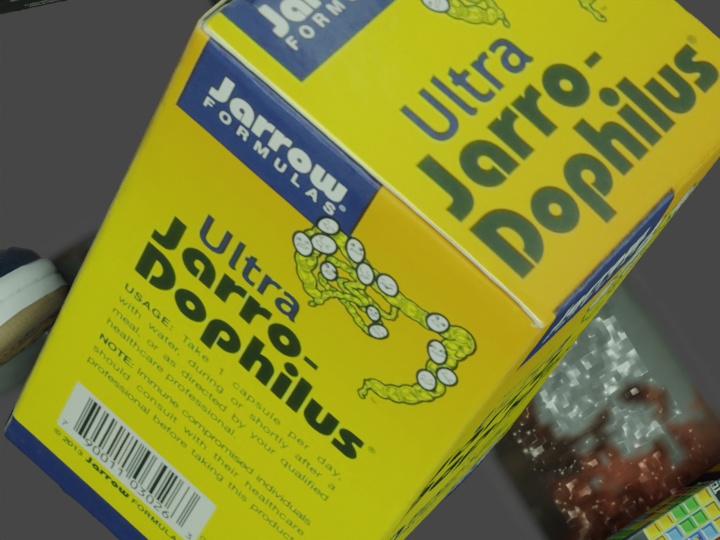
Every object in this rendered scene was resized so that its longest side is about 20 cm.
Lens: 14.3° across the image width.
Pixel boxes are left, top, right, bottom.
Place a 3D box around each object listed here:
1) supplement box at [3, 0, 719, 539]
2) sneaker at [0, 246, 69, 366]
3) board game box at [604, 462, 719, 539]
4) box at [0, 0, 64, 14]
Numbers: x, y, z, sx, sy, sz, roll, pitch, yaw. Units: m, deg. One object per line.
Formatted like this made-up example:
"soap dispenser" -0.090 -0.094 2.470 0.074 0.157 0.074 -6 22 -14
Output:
"supplement box" 0.000 0.000 0.755 0.109 0.200 0.109 41 53 7
"sneaker" -0.193 0.014 0.860 0.200 0.070 0.109 -27 88 11
"board game box" 0.096 0.176 0.794 0.165 0.057 0.200 -32 85 -17
"box" -0.056 -0.140 0.811 0.200 0.035 0.110 -8 83 33
